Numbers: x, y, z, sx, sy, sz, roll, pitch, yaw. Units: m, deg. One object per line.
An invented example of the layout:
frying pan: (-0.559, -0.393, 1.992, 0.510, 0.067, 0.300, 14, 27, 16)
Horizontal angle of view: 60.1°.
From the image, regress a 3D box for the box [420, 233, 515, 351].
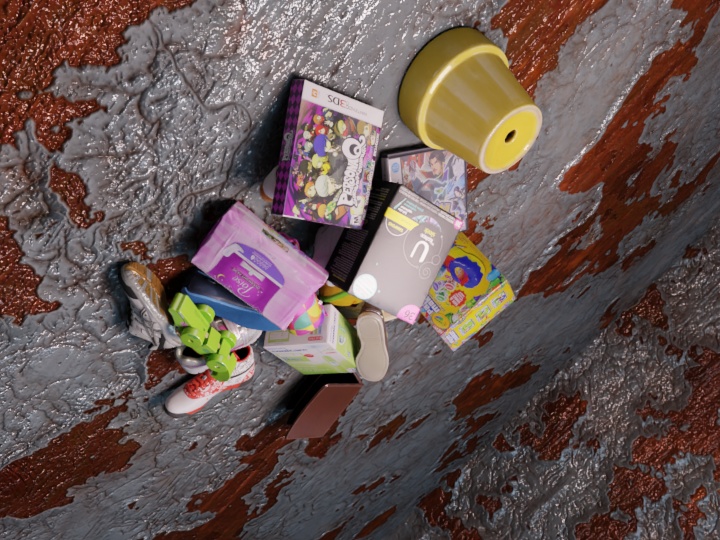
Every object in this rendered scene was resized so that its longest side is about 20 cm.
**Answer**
box: (0.213, 0.038, 1.435, 0.192, 0.200, 0.122, -41, 148, 2)

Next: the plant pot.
plant pot: (0.195, -0.270, 1.047, 0.199, 0.189, 0.202, -27, 146, -20)

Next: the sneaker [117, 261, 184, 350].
sneaker: (-0.356, 0.071, 1.025, 0.087, 0.076, 0.201, -16, 136, 4)

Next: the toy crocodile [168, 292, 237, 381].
toy crocodile: (-0.266, 0.116, 1.058, 0.061, 0.068, 0.201, -9, 136, 21)

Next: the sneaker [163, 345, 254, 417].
sneaker: (-0.305, 0.213, 1.259, 0.200, 0.067, 0.109, -22, 143, -31)

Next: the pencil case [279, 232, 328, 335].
pencil case: (-0.126, 0.027, 1.147, 0.088, 0.088, 0.201, -30, 131, -13)

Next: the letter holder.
letter holder: (-0.115, 0.316, 1.547, 0.141, 0.101, 0.201, 9, 125, -47)

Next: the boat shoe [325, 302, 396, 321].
boat shoe: (0.012, 0.062, 1.312, 0.198, 0.074, 0.069, -6, 141, 22)

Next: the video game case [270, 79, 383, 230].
video game case: (-0.048, -0.173, 0.975, 0.180, 0.036, 0.203, 7, 95, -47)

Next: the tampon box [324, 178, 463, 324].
tampon box: (0.053, -0.036, 1.091, 0.149, 0.126, 0.202, 25, 91, -27)

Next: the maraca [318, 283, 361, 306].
maraca: (0.000, 0.000, 1.238, 0.199, 0.137, 0.107, -30, 114, 12)

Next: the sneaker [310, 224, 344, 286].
sneaker: (-0.039, -0.073, 1.170, 0.201, 0.080, 0.076, -60, 153, -4)

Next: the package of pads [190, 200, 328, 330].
package of pads: (-0.164, -0.005, 1.023, 0.199, 0.076, 0.121, 38, 108, -11)

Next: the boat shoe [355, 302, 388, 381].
boat shoe: (0.025, 0.149, 1.301, 0.071, 0.060, 0.202, 2, 130, 9)

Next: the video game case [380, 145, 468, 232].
video game case: (0.129, -0.147, 1.203, 0.198, 0.025, 0.183, -16, 110, -32)

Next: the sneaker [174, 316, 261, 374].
sneaker: (-0.259, 0.122, 1.153, 0.199, 0.082, 0.088, -38, 172, -3)

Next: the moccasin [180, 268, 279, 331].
moccasin: (-0.213, 0.048, 1.092, 0.199, 0.069, 0.080, 28, 140, -35)

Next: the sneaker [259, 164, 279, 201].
sneaker: (-0.085, -0.159, 1.038, 0.199, 0.074, 0.084, -19, 178, -41)

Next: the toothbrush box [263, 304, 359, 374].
toothbrush box: (-0.093, 0.150, 1.314, 0.144, 0.087, 0.200, -5, 152, 19)
